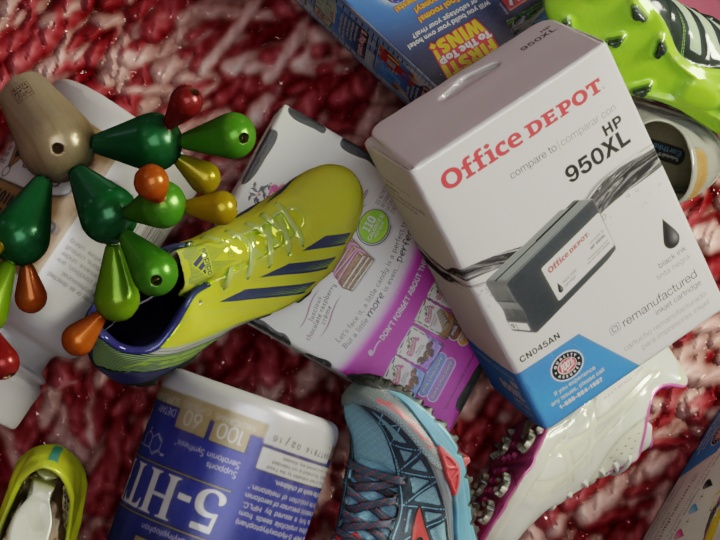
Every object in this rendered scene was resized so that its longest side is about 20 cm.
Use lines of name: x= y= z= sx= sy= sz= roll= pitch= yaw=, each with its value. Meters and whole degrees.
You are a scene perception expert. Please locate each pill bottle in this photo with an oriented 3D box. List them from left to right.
pill bottle: x=-0.198 y=-0.009 z=1.060 sx=0.114 sy=0.114 sz=0.201 roll=34 pitch=83 yaw=-7
pill bottle: x=-0.099 y=0.174 z=1.067 sx=0.119 sy=0.120 sz=0.201 roll=19 pitch=84 yaw=-8

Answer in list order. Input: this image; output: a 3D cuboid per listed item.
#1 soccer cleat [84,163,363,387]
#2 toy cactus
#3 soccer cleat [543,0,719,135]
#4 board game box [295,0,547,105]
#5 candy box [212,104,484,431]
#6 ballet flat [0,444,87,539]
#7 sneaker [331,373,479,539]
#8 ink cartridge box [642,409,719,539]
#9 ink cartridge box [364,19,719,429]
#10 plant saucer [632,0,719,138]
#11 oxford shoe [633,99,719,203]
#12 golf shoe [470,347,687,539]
soccer cleat: x=-0.080 y=-0.002 z=1.027 sx=0.200 sy=0.084 sz=0.065 roll=-36 pitch=66 yaw=-9
toy cactus: x=-0.162 y=-0.048 z=0.966 sx=0.200 sy=0.102 sz=0.165 roll=-41 pitch=65 yaw=6
soccer cleat: x=0.199 y=-0.145 z=1.093 sx=0.199 sy=0.081 sz=0.068 roll=27 pitch=124 yaw=-19
board game box: x=0.062 y=-0.187 z=1.112 sx=0.199 sy=0.062 sz=0.201 roll=-30 pitch=78 yaw=-13
candy box: x=0.000 y=0.000 z=1.120 sx=0.199 sy=0.061 sz=0.137 roll=30 pitch=84 yaw=-8
ballet flat: x=-0.221 y=0.208 z=1.072 sx=0.066 sy=0.067 sz=0.201 roll=16 pitch=86 yaw=-8
sneaker: x=0.023 y=0.163 z=1.071 sx=0.095 sy=0.079 sz=0.201 roll=-33 pitch=117 yaw=-31
ink cartridge box: x=0.295 y=0.180 z=1.091 sx=0.144 sy=0.200 sz=0.148 roll=34 pitch=83 yaw=-7
ink cartridge box: x=0.114 y=-0.029 z=1.040 sx=0.144 sy=0.084 sz=0.201 roll=-33 pitch=115 yaw=-8
plant saucer: x=0.218 y=-0.169 z=1.167 sx=0.199 sy=0.051 sz=0.202 roll=0 pitch=87 yaw=-10
oxford shoe: x=0.141 y=-0.089 z=1.122 sx=0.199 sy=0.058 sz=0.076 roll=14 pitch=115 yaw=12
golf shoe: x=0.146 y=0.120 z=1.135 sx=0.091 sy=0.075 sz=0.201 roll=34 pitch=84 yaw=-10
